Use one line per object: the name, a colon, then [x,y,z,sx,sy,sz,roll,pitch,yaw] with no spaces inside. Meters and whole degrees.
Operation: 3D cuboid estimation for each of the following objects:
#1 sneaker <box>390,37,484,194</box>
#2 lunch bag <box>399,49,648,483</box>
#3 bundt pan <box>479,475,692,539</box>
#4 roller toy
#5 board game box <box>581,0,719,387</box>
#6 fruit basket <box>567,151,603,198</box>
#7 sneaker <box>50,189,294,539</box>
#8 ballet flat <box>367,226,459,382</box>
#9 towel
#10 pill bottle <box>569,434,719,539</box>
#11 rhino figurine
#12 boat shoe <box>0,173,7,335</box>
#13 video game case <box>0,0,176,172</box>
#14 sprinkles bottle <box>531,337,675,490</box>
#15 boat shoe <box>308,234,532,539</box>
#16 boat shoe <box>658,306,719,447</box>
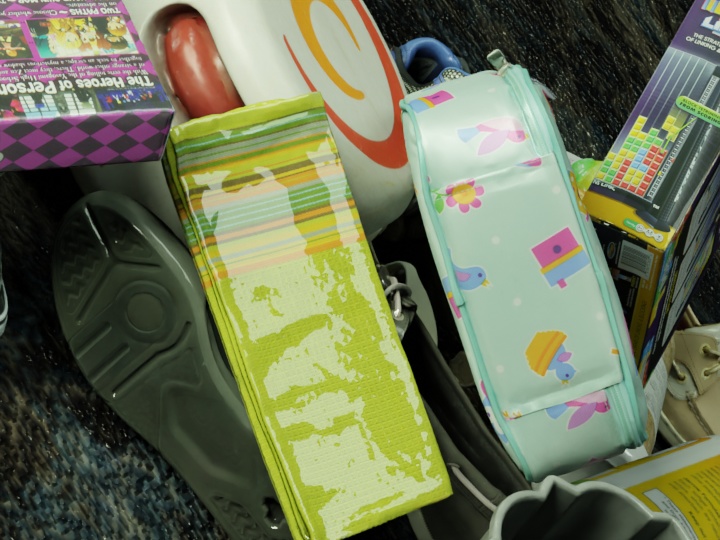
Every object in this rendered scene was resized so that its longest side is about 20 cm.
sneaker: [0.032,-0.101,1.399,0.075,0.079,0.200,1,16,-28]
lunch bag: [0.080,-0.007,1.165,0.160,0.077,0.201,-67,139,-82]
bundt pan: [0.109,0.198,1.084,0.201,0.076,0.202,26,42,-26]
roller toy: [-0.071,-0.084,1.210,0.200,0.139,0.183,48,25,-35]
board game box: [0.170,-0.036,1.331,0.057,0.200,0.166,24,63,13]
fruit basket: [0.128,-0.046,1.517,0.200,0.094,0.185,33,29,14]
sneaker: [-0.069,0.038,1.133,0.200,0.076,0.114,51,23,-11]
ballet flat: [0.000,0.000,1.314,0.067,0.062,0.201,10,47,-54]
towel: [-0.023,0.020,1.082,0.086,0.018,0.201,-18,87,-26]
pill bottle: [0.181,0.153,1.304,0.200,0.111,0.111,-13,66,-45]
rhino figurine: [0.043,-0.012,1.400,0.087,0.060,0.200,-2,42,-45]
boat shoe: [-0.191,-0.059,1.053,0.073,0.068,0.200,19,40,-49]
video game case: [-0.201,-0.111,1.013,0.199,0.036,0.182,-6,48,-27]
sprinkles bottle: [0.151,0.086,1.452,0.068,0.068,0.200,48,25,-9]
boat shoe: [0.026,0.051,1.144,0.201,0.057,0.067,62,24,-15]
boat shoe: [0.217,0.055,1.607,0.200,0.069,0.074,57,25,10]
